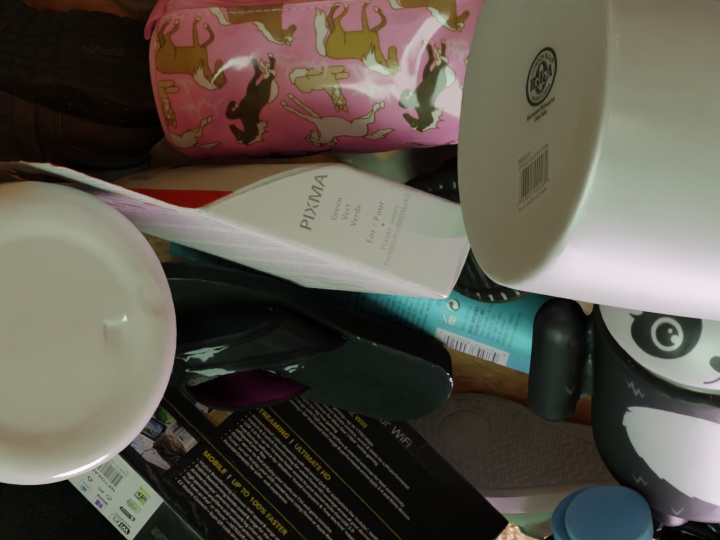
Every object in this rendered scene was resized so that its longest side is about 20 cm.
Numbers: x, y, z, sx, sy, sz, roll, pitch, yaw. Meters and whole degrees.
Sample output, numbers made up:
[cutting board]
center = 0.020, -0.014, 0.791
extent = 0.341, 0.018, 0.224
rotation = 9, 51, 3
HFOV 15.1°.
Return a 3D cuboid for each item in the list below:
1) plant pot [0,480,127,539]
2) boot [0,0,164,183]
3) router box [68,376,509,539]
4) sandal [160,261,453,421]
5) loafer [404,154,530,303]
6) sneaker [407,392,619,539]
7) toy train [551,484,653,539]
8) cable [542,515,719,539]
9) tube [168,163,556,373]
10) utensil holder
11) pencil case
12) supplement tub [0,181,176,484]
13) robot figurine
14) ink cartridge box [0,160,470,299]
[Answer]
[plant pot]
center = -0.129, 0.166, 1.484
extent = 0.177, 0.200, 0.200
rotation = 37, 156, -6
[boot]
center = -0.188, -0.084, 1.313
extent = 0.200, 0.070, 0.132
rotation = 23, 146, -6
[router box]
center = -0.042, 0.110, 1.382
extent = 0.200, 0.149, 0.051
rotation = 45, 139, 5
[sandal]
center = -0.045, 0.043, 1.341
extent = 0.200, 0.048, 0.075
rotation = 15, 140, -20
[loafer]
center = 0.093, -0.036, 1.277
extent = 0.200, 0.071, 0.073
rotation = -12, 111, 55
[sneaker]
center = 0.099, 0.135, 1.487
extent = 0.200, 0.074, 0.118
rotation = 8, 138, 4
[toy train]
center = 0.062, 0.184, 1.337
extent = 0.200, 0.085, 0.116
rotation = -20, 130, -8
[cable]
center = 0.177, 0.200, 1.462
extent = 0.163, 0.051, 0.200
rotation = -36, 124, 26
[tube]
center = 0.000, 0.000, 1.379
extent = 0.200, 0.050, 0.077
rotation = 17, 139, 2
[utensil holder]
center = 0.159, -0.060, 1.105
extent = 0.200, 0.170, 0.170
rotation = 8, 144, -18
[pencil case]
center = 0.001, -0.097, 1.228
extent = 0.200, 0.087, 0.083
rotation = -6, 175, 22
[supplement tub]
center = -0.173, 0.024, 1.233
extent = 0.132, 0.132, 0.200
rotation = 30, 169, -20
[robot figurine]
center = 0.172, 0.044, 1.314
extent = 0.125, 0.150, 0.200
rotation = 42, 154, 31
[ink cartridge box]
center = -0.071, -0.037, 1.236
extent = 0.200, 0.050, 0.161
rotation = 21, 173, -26
